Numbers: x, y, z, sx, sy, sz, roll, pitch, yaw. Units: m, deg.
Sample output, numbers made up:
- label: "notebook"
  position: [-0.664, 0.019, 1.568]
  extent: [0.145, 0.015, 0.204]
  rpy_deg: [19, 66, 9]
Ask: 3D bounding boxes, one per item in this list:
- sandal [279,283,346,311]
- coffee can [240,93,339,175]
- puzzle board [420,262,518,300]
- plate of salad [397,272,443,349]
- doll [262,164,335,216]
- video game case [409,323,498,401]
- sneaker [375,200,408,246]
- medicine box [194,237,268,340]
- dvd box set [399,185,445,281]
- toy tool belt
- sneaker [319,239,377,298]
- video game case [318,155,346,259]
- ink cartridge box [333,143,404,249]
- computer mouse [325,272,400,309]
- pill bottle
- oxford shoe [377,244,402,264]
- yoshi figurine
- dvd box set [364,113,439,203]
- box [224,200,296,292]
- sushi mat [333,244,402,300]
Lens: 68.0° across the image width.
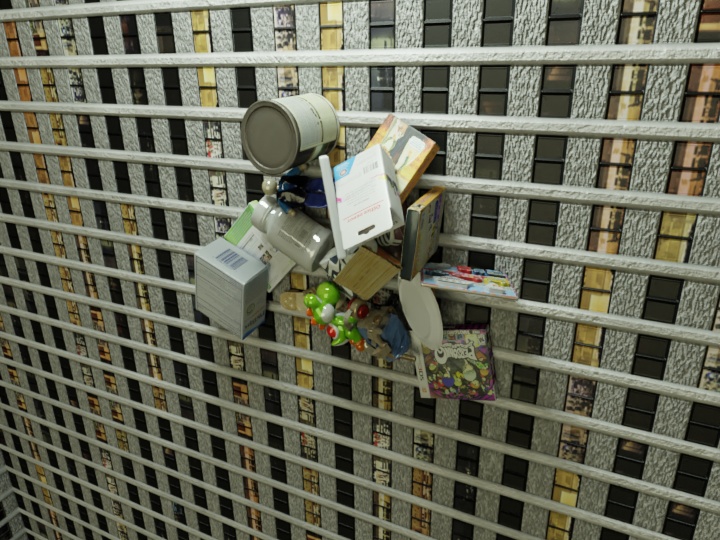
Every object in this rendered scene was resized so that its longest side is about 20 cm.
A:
- label: "sandal"
  position: [-0.135, 0.085, 1.398]
  extent: [0.205, 0.069, 0.080]
  rpy_deg: [-6, 107, 28]
- label: "coffee can"
  position: [-0.149, -0.307, 1.179]
  extent: [0.142, 0.200, 0.152]
  rpy_deg: [10, 114, 23]
- label: "puzzle board"
  position: [0.221, 0.017, 1.113]
  extent: [0.192, 0.151, 0.018]
  rpy_deg: [8, 107, 3]
- label: "plate of salad"
  position: [0.141, 0.079, 1.214]
  extent: [0.202, 0.047, 0.204]
  rpy_deg: [56, 157, 37]
- label: "doll"
  position: [-0.142, -0.196, 1.278]
  extent: [0.192, 0.049, 0.142]
  rpy_deg: [4, 72, 10]
- label: "video game case"
  position: [0.224, 0.222, 1.288]
  extent: [0.194, 0.036, 0.188]
  rpy_deg: [-3, 107, 28]
- label: "sneaker"
  position: [0.085, -0.147, 1.203]
  extent: [0.075, 0.113, 0.208]
  rpy_deg: [-16, 68, 52]
- label: "medicine box"
  position: [-0.353, 0.050, 1.451]
  extent: [0.179, 0.103, 0.205]
  rpy_deg: [28, 130, 20]
- label: "dvd box set"
  position: [0.133, -0.082, 1.122]
  extent: [0.028, 0.200, 0.151]
  rpy_deg: [13, 116, 19]
- label: "toy tool belt"
  position: [0.057, 0.143, 1.246]
  extent: [0.121, 0.126, 0.201]
  rpy_deg: [23, 160, 42]
- label: "sneaker"
  position: [0.000, 0.000, 1.225]
  extent: [0.196, 0.080, 0.130]
  rpy_deg: [-21, 116, 47]
- label: "video game case"
  position: [-0.060, -0.142, 1.143]
  extent: [0.022, 0.183, 0.207]
  rpy_deg: [-10, 103, -2]
- label: "ink cartridge box"
  position: [0.017, -0.131, 1.043]
  extent: [0.112, 0.068, 0.206]
  rpy_deg: [-22, 56, 23]
- label: "computer mouse"
  position: [-0.001, 0.045, 1.333]
  extent: [0.199, 0.044, 0.110]
  rpy_deg: [42, 123, 2]
- label: "pill bottle"
  position: [-0.169, -0.097, 1.320]
  extent: [0.197, 0.114, 0.117]
  rpy_deg: [34, 121, 11]
- label: "oxford shoe"
  position: [0.031, -0.093, 1.258]
  extent: [0.198, 0.071, 0.074]
  rpy_deg: [38, 102, 4]
- label: "yoshi figurine"
  position: [-0.049, 0.102, 1.318]
  extent: [0.111, 0.114, 0.199]
  rpy_deg: [-33, 120, 30]
- label: "dvd box set"
  position: [0.056, -0.213, 1.131]
  extent: [0.146, 0.029, 0.202]
  rpy_deg: [41, 99, 32]
- label: "box"
  position: [-0.262, -0.063, 1.428]
  extent: [0.144, 0.036, 0.201]
  rpy_deg: [-40, 90, 32]
- label: "sushi mat"
  position: [0.011, 0.008, 1.123]
  extent: [0.094, 0.012, 0.200]
  rpy_deg: [31, 151, -7]
